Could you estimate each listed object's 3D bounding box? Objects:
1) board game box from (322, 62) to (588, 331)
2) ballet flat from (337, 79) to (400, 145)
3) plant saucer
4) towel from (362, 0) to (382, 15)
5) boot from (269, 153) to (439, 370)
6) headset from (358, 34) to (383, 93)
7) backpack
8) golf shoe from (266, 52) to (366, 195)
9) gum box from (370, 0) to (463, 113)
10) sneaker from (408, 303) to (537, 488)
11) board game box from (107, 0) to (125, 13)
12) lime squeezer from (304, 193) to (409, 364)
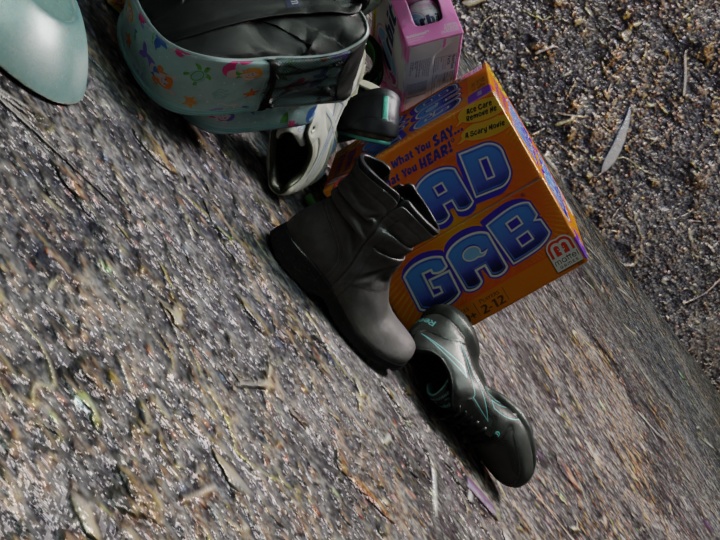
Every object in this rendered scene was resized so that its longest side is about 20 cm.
[{"bbox_3d":[0.100,-0.070,1.643,0.201,0.199,0.200,59,10,-12],"label":"board game box"},{"bbox_3d":[-0.014,-0.165,1.620,0.073,0.073,0.200,49,-16,-21],"label":"ballet flat"},{"bbox_3d":[-0.260,-0.217,1.161,0.201,0.039,0.201,51,14,-17],"label":"plant saucer"},{"bbox_3d":[-0.092,-0.322,1.689,0.201,0.171,0.048,60,12,19],"label":"towel"},{"bbox_3d":[0.023,-0.003,1.423,0.200,0.131,0.070,46,16,-33],"label":"boot"},{"bbox_3d":[-0.065,-0.254,1.740,0.199,0.123,0.094,30,-34,30],"label":"headset"},{"bbox_3d":[-0.115,-0.213,1.375,0.198,0.151,0.178,-9,56,-30],"label":"backpack"},{"bbox_3d":[-0.046,-0.162,1.483,0.078,0.202,0.097,15,26,7],"label":"golf shoe"},{"bbox_3d":[0.059,-0.254,1.717,0.200,0.066,0.114,94,-22,-66],"label":"gum box"},{"bbox_3d":[0.102,0.135,1.542,0.079,0.075,0.201,-36,96,-50],"label":"sneaker"},{"bbox_3d":[-0.228,-0.301,1.492,0.095,0.030,0.201,39,19,-50],"label":"board game box"},{"bbox_3d":[0.000,0.000,1.537,0.201,0.038,0.071,57,14,10],"label":"lime squeezer"}]
